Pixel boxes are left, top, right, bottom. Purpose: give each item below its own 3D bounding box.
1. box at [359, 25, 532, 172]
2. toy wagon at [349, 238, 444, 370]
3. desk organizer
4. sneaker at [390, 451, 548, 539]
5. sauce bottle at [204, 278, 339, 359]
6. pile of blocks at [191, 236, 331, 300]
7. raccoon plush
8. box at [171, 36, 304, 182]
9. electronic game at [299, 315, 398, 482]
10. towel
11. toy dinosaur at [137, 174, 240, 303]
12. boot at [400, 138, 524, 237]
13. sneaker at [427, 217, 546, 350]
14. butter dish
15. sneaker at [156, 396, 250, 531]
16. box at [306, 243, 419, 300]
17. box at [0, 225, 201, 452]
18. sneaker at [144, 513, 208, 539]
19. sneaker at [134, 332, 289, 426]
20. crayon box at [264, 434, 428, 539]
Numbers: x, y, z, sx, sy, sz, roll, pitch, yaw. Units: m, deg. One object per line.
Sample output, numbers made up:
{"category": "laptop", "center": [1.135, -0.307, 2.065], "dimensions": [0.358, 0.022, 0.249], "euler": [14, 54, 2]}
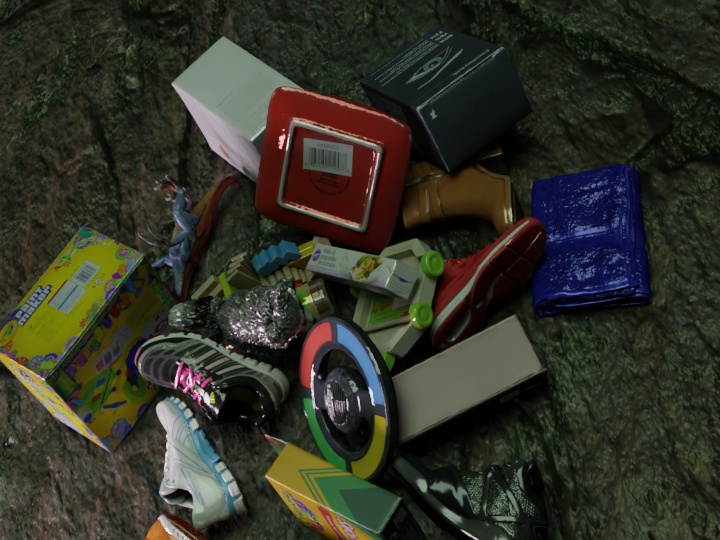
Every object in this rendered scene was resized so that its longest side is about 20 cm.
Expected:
{"category": "box", "center": [0.112, -0.235, 1.854], "dimensions": [0.147, 0.105, 0.200], "euler": [-35, 28, -8]}
{"category": "toy wagon", "center": [0.035, 0.059, 1.719], "dimensions": [0.154, 0.039, 0.202], "euler": [-17, 52, 49]}
{"category": "desk organizer", "center": [0.117, 0.135, 1.632], "dimensions": [0.198, 0.072, 0.078], "euler": [-27, 73, 2]}
{"category": "sneaker", "center": [0.132, 0.247, 1.561], "dimensions": [0.198, 0.077, 0.114], "euler": [29, 68, 32]}
{"category": "sauce bottle", "center": [-0.126, 0.077, 1.796], "dimensions": [0.198, 0.065, 0.065], "euler": [-26, 50, 4]}
{"category": "pile of blocks", "center": [-0.125, 0.017, 1.826], "dimensions": [0.198, 0.082, 0.062], "euler": [-28, 50, 0]}
{"category": "raccoon plush", "center": [-0.150, 0.067, 1.698], "dimensions": [0.197, 0.134, 0.098], "euler": [-13, 85, 6]}
{"category": "box", "center": [-0.149, -0.212, 1.956], "dimensions": [0.106, 0.153, 0.200], "euler": [-43, 52, -11]}
{"category": "electronic game", "center": [-0.017, 0.153, 1.626], "dimensions": [0.041, 0.202, 0.200], "euler": [-11, 42, -31]}
{"category": "towel", "center": [0.283, -0.043, 1.724], "dimensions": [0.146, 0.050, 0.202], "euler": [-8, 53, 16]}
{"category": "toy dinosaur", "center": [-0.243, -0.039, 1.917], "dimensions": [0.197, 0.105, 0.184], "euler": [-16, 71, -6]}
{"category": "boot", "center": [0.129, -0.085, 1.807], "dimensions": [0.153, 0.074, 0.201], "euler": [-20, 40, 8]}
{"category": "sneaker", "center": [0.134, -0.009, 1.721], "dimensions": [0.200, 0.078, 0.116], "euler": [-46, 47, 7]}
{"category": "butter dish", "center": [-0.023, -0.155, 1.854], "dimensions": [0.198, 0.202, 0.148], "euler": [18, 32, 9]}
{"category": "sneaker", "center": [-0.219, 0.238, 1.701], "dimensions": [0.086, 0.075, 0.200], "euler": [-30, 49, -13]}
{"category": "box", "center": [0.000, 0.000, 1.740], "dimensions": [0.199, 0.041, 0.039], "euler": [12, 76, 59]}
{"category": "box", "center": [-0.340, 0.090, 1.788], "dimensions": [0.121, 0.193, 0.201], "euler": [23, 66, 33]}
{"category": "sneaker", "center": [-0.184, 0.365, 1.618], "dimensions": [0.199, 0.073, 0.078], "euler": [30, 90, 41]}
{"category": "sneaker", "center": [-0.186, 0.140, 1.710], "dimensions": [0.197, 0.074, 0.088], "euler": [18, 27, -6]}
{"category": "crayon box", "center": [-0.025, 0.269, 1.574], "dimensions": [0.198, 0.127, 0.051], "euler": [21, 65, 34]}
